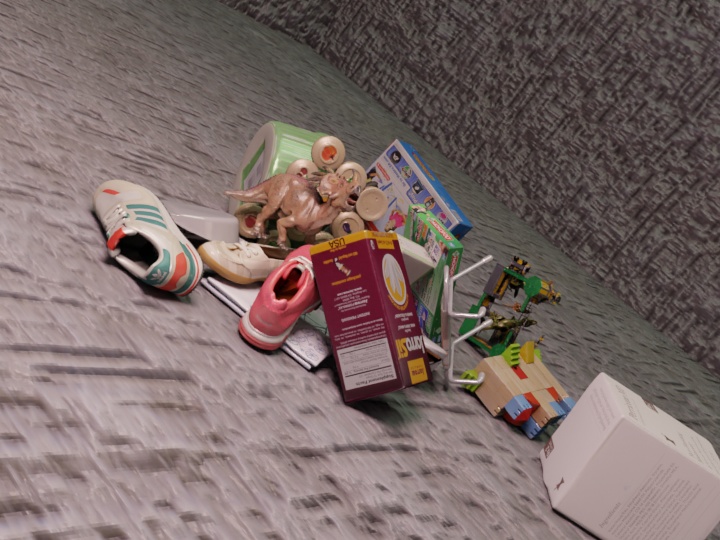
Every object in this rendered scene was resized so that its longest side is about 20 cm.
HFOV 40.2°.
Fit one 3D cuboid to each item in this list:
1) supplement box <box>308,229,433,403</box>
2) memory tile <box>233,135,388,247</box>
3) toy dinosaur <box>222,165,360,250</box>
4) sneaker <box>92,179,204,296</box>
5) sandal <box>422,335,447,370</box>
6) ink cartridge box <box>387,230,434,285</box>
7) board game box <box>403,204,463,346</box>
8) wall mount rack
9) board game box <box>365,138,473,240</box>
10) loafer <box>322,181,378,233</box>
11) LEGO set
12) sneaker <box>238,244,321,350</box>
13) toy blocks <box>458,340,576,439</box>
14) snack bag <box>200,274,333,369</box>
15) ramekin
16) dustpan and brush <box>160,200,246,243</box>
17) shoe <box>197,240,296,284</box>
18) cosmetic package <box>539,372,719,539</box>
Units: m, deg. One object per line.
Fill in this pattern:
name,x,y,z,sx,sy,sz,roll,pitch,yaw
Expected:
supplement box,0.015,0.056,1.249,0.110,0.085,0.202,-1,76,-66
memory tile,-0.070,-0.084,1.431,0.153,0.200,0.017,49,-1,-18
toy dinosaur,-0.084,-0.098,1.354,0.199,0.136,0.086,24,8,21
sneaker,-0.273,-0.050,1.178,0.200,0.070,0.093,46,13,26
sandal,0.078,0.128,1.423,0.079,0.059,0.207,32,-7,9
ink cartridge box,0.000,0.000,1.426,0.200,0.145,0.048,24,33,-53
board game box,0.099,0.016,1.537,0.029,0.201,0.135,-6,34,-25
wall mount rack,0.160,0.072,1.464,0.074,0.201,0.174,1,30,8
board game box,0.060,-0.084,1.683,0.056,0.196,0.201,11,40,-56
loafer,-0.029,-0.062,1.581,0.071,0.200,0.073,47,-22,-16
LEGO set,0.279,0.085,1.754,0.115,0.201,0.153,23,-1,-42
sneaker,-0.078,0.017,1.238,0.073,0.087,0.200,32,38,1
toy blocks,0.259,0.198,1.539,0.199,0.100,0.137,-2,47,-51
snack bag,-0.101,0.054,1.326,0.188,0.021,0.200,37,15,10
ramekin,-0.126,-0.132,1.515,0.097,0.201,0.200,19,20,-24
dustpan and brush,-0.192,-0.050,1.367,0.199,0.058,0.139,9,9,-23
shoe,-0.141,-0.017,1.315,0.070,0.054,0.200,41,14,30
cosmetic package,0.382,0.283,1.374,0.199,0.166,0.165,33,14,-5
